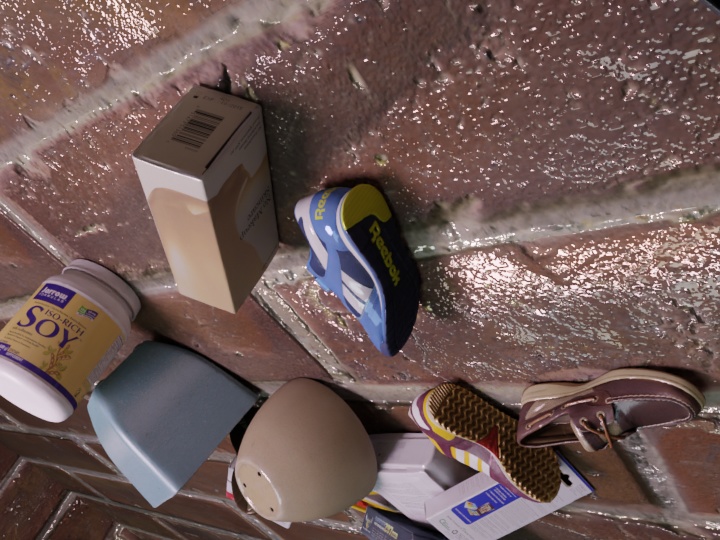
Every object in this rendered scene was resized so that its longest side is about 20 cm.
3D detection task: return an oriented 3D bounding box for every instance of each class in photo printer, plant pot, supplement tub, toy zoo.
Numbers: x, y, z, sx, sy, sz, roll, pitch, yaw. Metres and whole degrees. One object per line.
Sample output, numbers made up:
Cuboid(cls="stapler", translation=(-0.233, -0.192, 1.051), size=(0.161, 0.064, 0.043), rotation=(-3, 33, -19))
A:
Cuboid(cls="photo printer", translation=(0.105, 0.315, 1.022), size=(0.166, 0.069, 0.200), rotation=(-16, 127, 47))
Cuboid(cls="plant pot", translation=(-0.319, 0.227, 1.128), size=(0.200, 0.196, 0.196), rotation=(43, 146, -3))
Cuboid(cls="plant pot", translation=(-0.096, 0.270, 0.986), size=(0.200, 0.134, 0.200), rotation=(23, 126, 36))
Cuboid(cls="supplement tub", translation=(-0.424, 0.097, 1.008), size=(0.145, 0.200, 0.145), rotation=(20, 146, 14))
Cuboid(cls="toy zoo", translation=(-0.006, 0.377, 1.203), size=(0.200, 0.020, 0.131), rotation=(26, 144, -13))

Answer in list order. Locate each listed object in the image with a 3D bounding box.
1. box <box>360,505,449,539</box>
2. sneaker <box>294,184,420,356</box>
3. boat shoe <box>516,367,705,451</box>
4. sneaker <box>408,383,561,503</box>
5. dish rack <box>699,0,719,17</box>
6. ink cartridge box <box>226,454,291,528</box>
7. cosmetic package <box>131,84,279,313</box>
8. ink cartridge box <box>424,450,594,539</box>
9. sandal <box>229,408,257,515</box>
Cuboid(cls="box", translation=(0.106, 0.430, 1.108), size=(0.158, 0.051, 0.200), rotation=(19, 168, -16))
Cuboid(cls="sneaker", translation=(0.000, 0.000, 0.679), size=(0.082, 0.074, 0.200), rotation=(7, 134, 34))
Cuboid(cls="boat shoe", translation=(0.236, 0.148, 0.694), size=(0.072, 0.072, 0.200), rotation=(45, 144, -23))
Cuboid(cls="sneaker", translation=(0.150, 0.209, 0.853), size=(0.200, 0.075, 0.090), rotation=(39, 154, -4))
Cuboid(cls="dish rack", translation=(0.208, -0.193, 0.273), size=(0.153, 0.055, 0.200), rotation=(33, 147, -8))
Cuboid(cls="ink cartridge box", translation=(-0.170, 0.397, 1.328), size=(0.144, 0.084, 0.200), rotation=(26, 146, 5))
Cuboid(cls="cosmetic package", translation=(-0.137, -0.060, 0.668), size=(0.071, 0.105, 0.200), rotation=(20, 148, 14))
Cuboid(cls="ink cartridge box", translation=(0.190, 0.294, 0.914), size=(0.200, 0.037, 0.095), rotation=(-34, 116, 21))
Cuboid(cls="sandal", translation=(-0.167, 0.307, 1.132), size=(0.055, 0.082, 0.200), rotation=(52, -176, -34))
